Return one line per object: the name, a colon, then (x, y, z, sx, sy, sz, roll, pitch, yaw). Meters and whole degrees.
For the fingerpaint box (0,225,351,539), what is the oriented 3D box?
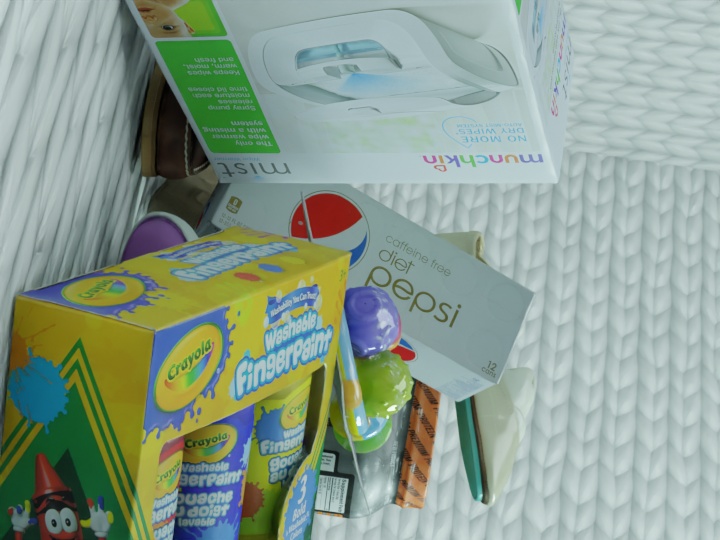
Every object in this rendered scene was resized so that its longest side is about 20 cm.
fingerpaint box: (-0.083, 0.079, 0.895, 0.200, 0.073, 0.167, -21, 121, -65)

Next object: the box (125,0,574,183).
box: (0.001, -0.132, 1.027, 0.177, 0.199, 0.097, 68, 27, -55)

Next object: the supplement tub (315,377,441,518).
supplement tub: (-0.050, 0.097, 1.290, 0.123, 0.199, 0.123, -172, -90, -90)

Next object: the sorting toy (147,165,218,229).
sorting toy: (-0.051, -0.008, 1.288, 0.037, 0.185, 0.200, -58, -176, 14)

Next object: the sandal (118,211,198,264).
sandal: (-0.121, 0.065, 1.002, 0.050, 0.082, 0.203, 19, 72, -46)

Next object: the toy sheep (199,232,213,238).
toy sheep: (-0.082, 0.058, 1.096, 0.200, 0.137, 0.138, 111, -12, -74)

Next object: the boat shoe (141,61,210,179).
boat shoe: (-0.087, -0.109, 1.174, 0.200, 0.070, 0.071, -78, 177, -62)

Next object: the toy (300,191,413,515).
toy: (0.003, 0.048, 1.079, 0.200, 0.047, 0.116, 88, -10, -64)

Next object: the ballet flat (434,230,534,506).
ballet flat: (0.085, 0.060, 1.315, 0.070, 0.069, 0.201, 97, -20, -63)

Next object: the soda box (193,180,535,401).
soda box: (0.000, 0.000, 1.170, 0.068, 0.200, 0.064, -65, -168, -21)
